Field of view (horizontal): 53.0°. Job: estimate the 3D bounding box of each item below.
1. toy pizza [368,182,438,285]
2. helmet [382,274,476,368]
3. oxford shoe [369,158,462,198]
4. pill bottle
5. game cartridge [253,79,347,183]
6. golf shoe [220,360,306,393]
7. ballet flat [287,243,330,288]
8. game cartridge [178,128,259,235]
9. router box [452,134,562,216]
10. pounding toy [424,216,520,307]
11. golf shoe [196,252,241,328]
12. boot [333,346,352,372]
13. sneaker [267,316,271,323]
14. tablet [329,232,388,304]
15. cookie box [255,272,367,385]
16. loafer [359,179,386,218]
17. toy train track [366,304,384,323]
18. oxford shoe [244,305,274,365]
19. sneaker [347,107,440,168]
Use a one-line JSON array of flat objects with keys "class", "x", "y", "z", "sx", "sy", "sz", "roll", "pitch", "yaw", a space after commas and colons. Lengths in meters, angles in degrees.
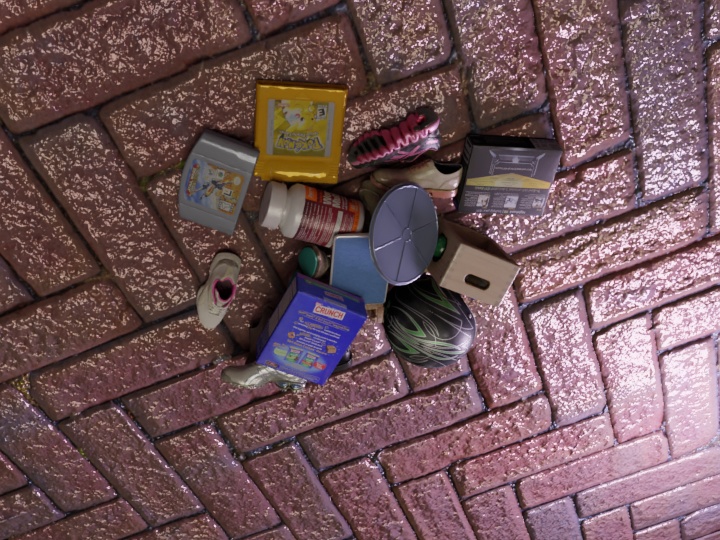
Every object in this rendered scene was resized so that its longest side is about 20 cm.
[{"class": "toy pizza", "x": 0.082, "y": -0.073, "z": 1.434, "sx": 0.198, "sy": 0.031, "sz": 0.204, "roll": -10, "pitch": 105, "yaw": -42}, {"class": "helmet", "x": 0.151, "y": 0.120, "z": 1.593, "sx": 0.196, "sy": 0.192, "sz": 0.203, "roll": -9, "pitch": 126, "yaw": -13}, {"class": "oxford shoe", "x": 0.115, "y": -0.198, "z": 1.466, "sx": 0.196, "sy": 0.071, "sz": 0.075, "roll": -1, "pitch": 133, "yaw": -23}, {"class": "pill bottle", "x": -0.099, "y": -0.112, "z": 1.466, "sx": 0.197, "sy": 0.110, "sz": 0.111, "roll": 14, "pitch": 122, "yaw": -20}, {"class": "game cartridge", "x": -0.119, "y": -0.265, "z": 1.402, "sx": 0.173, "sy": 0.033, "sz": 0.203, "roll": 1, "pitch": 124, "yaw": -10}, {"class": "golf shoe", "x": -0.217, "y": 0.216, "z": 1.636, "sx": 0.196, "sy": 0.078, "sz": 0.099, "roll": 3, "pitch": 105, "yaw": -8}, {"class": "ballet flat", "x": -0.103, "y": -0.006, "z": 1.544, "sx": 0.066, "sy": 0.069, "sz": 0.200, "roll": -21, "pitch": 164, "yaw": -30}, {"class": "game cartridge", "x": -0.287, "y": -0.172, "z": 1.423, "sx": 0.131, "sy": 0.042, "sz": 0.202, "roll": 16, "pitch": 124, "yaw": -13}, {"class": "router box", "x": 0.304, "y": -0.198, "z": 1.510, "sx": 0.196, "sy": 0.053, "sz": 0.159, "roll": 2, "pitch": 126, "yaw": -11}, {"class": "pounding toy", "x": 0.199, "y": -0.016, "z": 1.559, "sx": 0.197, "sy": 0.185, "sz": 0.144, "roll": 19, "pitch": 109, "yaw": -22}, {"class": "golf shoe", "x": -0.312, "y": 0.059, "z": 1.565, "sx": 0.074, "sy": 0.092, "sz": 0.202, "roll": 11, "pitch": 124, "yaw": -19}, {"class": "boot", "x": -0.115, "y": 0.173, "z": 1.685, "sx": 0.207, "sy": 0.080, "sz": 0.160, "roll": -16, "pitch": 134, "yaw": -12}, {"class": "sneaker", "x": -0.110, "y": 0.093, "z": 1.612, "sx": 0.196, "sy": 0.106, "sz": 0.077, "roll": -5, "pitch": 124, "yaw": -8}, {"class": "tablet", "x": 0.000, "y": 0.000, "z": 1.503, "sx": 0.127, "sy": 0.014, "sz": 0.202, "roll": -2, "pitch": 134, "yaw": -10}, {"class": "cookie box", "x": -0.105, "y": 0.127, "z": 1.525, "sx": 0.169, "sy": 0.076, "sz": 0.201, "roll": 22, "pitch": 117, "yaw": -23}, {"class": "loafer", "x": 0.058, "y": -0.096, "z": 1.490, "sx": 0.068, "sy": 0.075, "sz": 0.201, "roll": -42, "pitch": 102, "yaw": -29}, {"class": "toy train track", "x": 0.090, "y": 0.083, "z": 1.687, "sx": 0.196, "sy": 0.033, "sz": 0.116, "roll": -4, "pitch": 126, "yaw": -8}, {"class": "oxford shoe", "x": -0.230, "y": 0.159, "z": 1.679, "sx": 0.072, "sy": 0.071, "sz": 0.201, "roll": 39, "pitch": 123, "yaw": 5}, {"class": "sneaker", "x": 0.073, "y": -0.241, "z": 1.435, "sx": 0.197, "sy": 0.080, "sz": 0.096, "roll": -21, "pitch": 143, "yaw": 9}]
